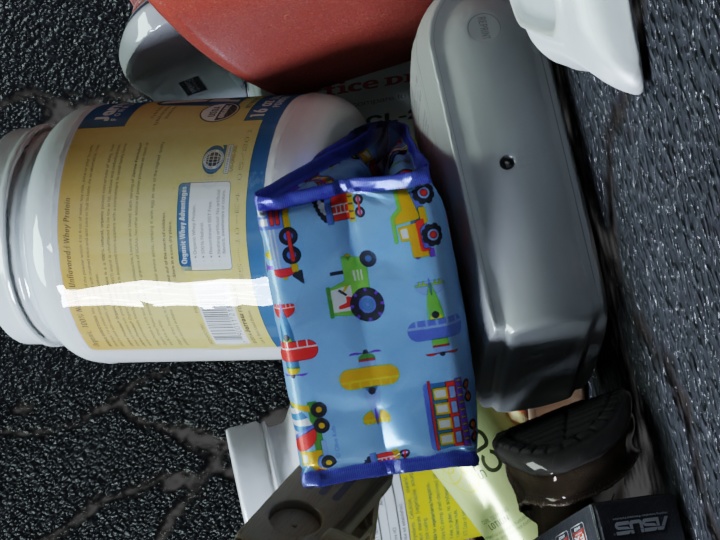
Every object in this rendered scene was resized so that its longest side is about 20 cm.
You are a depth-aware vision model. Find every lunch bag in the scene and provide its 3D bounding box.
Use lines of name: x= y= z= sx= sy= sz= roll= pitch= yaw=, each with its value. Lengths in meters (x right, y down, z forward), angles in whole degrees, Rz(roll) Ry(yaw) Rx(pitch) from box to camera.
lunch bag: x=0.015 y=0.009 z=1.516 sx=0.200 sy=0.093 sz=0.152 roll=-58 pitch=-41 yaw=-76

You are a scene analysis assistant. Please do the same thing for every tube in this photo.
tube: x=0.062 y=0.101 z=1.652 sx=0.200 sy=0.058 sz=0.052 roll=54 pitch=175 yaw=-4

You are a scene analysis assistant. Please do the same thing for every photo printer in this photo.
photo printer: x=0.073 y=-0.043 z=1.514 sx=0.167 sy=0.069 sz=0.201 roll=90 pitch=169 yaw=-72

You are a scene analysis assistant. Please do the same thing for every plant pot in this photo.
plant pot: x=-0.017 y=-0.208 z=1.568 sx=0.176 sy=0.199 sz=0.201 roll=64 pitch=-169 yaw=-60

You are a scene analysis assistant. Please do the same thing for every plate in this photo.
plate: x=0.079 y=-0.180 z=1.293 sx=0.200 sy=0.032 sz=0.201 roll=-126 pitch=25 yaw=-80

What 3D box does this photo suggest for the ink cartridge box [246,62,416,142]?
ink cartridge box: x=0.006 y=-0.103 z=1.764 sx=0.200 sy=0.145 sz=0.083 roll=84 pitch=175 yaw=-60

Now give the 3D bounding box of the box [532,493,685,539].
box: x=0.107 y=0.212 z=1.424 sx=0.200 sy=0.048 sz=0.159 roll=138 pitch=123 yaw=-61

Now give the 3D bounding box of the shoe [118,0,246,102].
shoe: x=-0.110 y=-0.154 z=1.696 sx=0.200 sy=0.071 sz=0.092 roll=74 pitch=178 yaw=-78

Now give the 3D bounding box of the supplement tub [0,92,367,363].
supplement tub: x=-0.097 y=-0.022 z=1.611 sx=0.145 sy=0.199 sz=0.146 roll=-2 pitch=-90 yaw=-70

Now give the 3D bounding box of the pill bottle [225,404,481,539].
pill bottle: x=0.021 y=0.120 z=1.819 sx=0.112 sy=0.199 sz=0.113 roll=169 pitch=90 yaw=-87

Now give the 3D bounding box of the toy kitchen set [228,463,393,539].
toy kitchen set: x=0.026 y=0.161 z=1.451 sx=0.180 sy=0.199 sz=0.164 roll=-45 pitch=-31 yaw=-50

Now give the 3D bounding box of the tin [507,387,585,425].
tin: x=0.095 y=0.034 z=1.684 sx=0.200 sy=0.042 sz=0.113 roll=-164 pitch=67 yaw=-86

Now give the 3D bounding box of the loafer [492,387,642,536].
loafer: x=0.113 y=0.104 z=1.477 sx=0.200 sy=0.073 sz=0.071 roll=48 pitch=-160 yaw=-87

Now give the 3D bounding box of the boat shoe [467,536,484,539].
boat shoe: x=0.101 y=0.211 z=1.881 sx=0.072 sy=0.075 sz=0.201 roll=85 pitch=171 yaw=-45
